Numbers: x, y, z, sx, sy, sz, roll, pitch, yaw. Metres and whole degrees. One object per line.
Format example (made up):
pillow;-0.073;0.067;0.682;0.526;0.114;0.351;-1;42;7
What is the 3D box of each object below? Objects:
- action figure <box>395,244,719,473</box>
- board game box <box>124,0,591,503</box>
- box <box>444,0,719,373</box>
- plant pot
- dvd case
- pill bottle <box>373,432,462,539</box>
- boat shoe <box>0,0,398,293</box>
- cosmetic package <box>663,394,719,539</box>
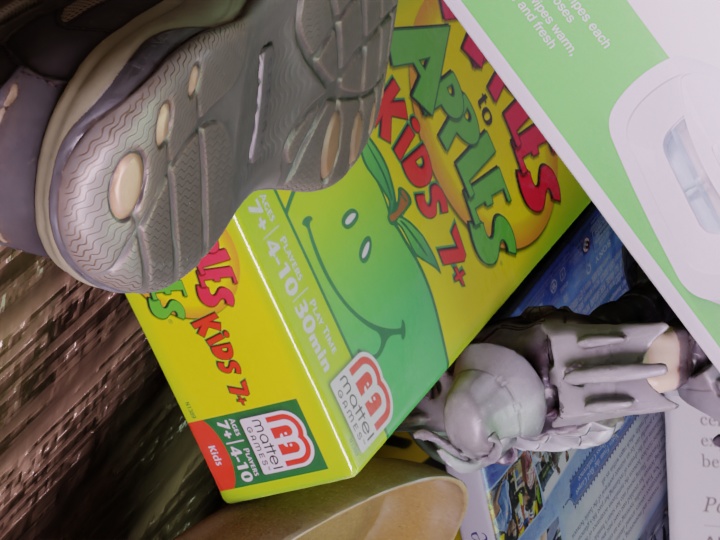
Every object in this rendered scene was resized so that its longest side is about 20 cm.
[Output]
action figure;0.085;0.030;0.828;0.200;0.130;0.070;-19;110;-50
board game box;0.003;-0.027;0.782;0.200;0.048;0.102;-46;115;-53
box;0.106;-0.088;0.773;0.097;0.200;0.177;-33;-169;24
plant pot;-0.053;0.120;0.791;0.200;0.027;0.200;-37;162;-14
dvd case;0.079;0.078;0.962;0.143;0.018;0.200;-49;135;-45
pill bottle;0.025;0.097;1.021;0.200;0.114;0.115;-53;158;-51
boat shoe;-0.045;-0.055;0.636;0.200;0.073;0.075;-35;139;-65
cosmetic package;0.215;0.030;1.022;0.165;0.165;0.201;-37;126;-65
